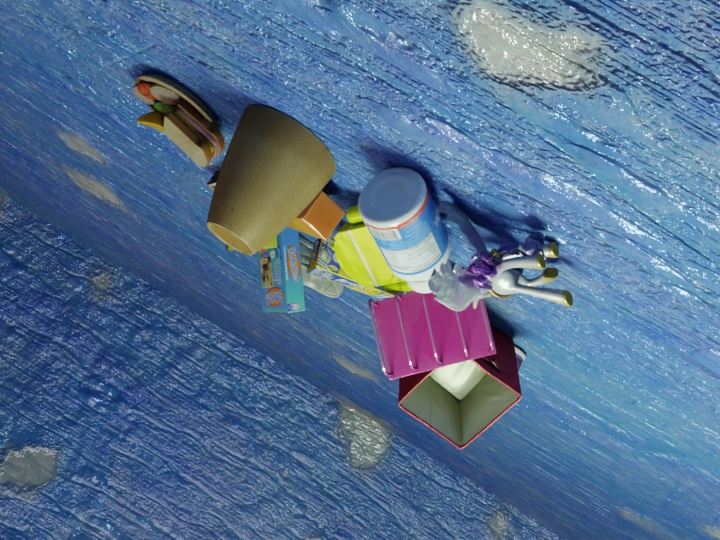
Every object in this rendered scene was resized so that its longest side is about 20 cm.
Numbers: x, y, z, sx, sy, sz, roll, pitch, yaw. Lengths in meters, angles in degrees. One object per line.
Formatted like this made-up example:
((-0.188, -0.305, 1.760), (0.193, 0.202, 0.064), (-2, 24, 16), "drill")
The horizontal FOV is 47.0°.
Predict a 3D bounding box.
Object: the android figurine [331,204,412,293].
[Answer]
((0.032, -0.035, 1.465), (0.197, 0.041, 0.184), (-11, 118, 40), "android figurine")

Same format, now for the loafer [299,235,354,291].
((-0.089, -0.004, 1.833), (0.197, 0.071, 0.070), (30, 165, 5), "loafer")

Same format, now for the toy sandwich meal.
((-0.338, -0.272, 1.515), (0.202, 0.071, 0.206), (29, 163, 9), "toy sandwich meal")

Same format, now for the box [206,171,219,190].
((-0.233, -0.164, 1.698), (0.110, 0.035, 0.199), (40, 162, -25), "box")

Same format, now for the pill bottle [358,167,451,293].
((0.079, -0.056, 1.300), (0.111, 0.113, 0.201), (19, 155, 35), "pill bottle")

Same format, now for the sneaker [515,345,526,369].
((0.250, 0.187, 1.750), (0.076, 0.089, 0.198), (41, 161, -33), "sneaker")

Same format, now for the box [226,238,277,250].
((-0.237, -0.082, 1.775), (0.049, 0.077, 0.199), (-3, -179, -27), "box")

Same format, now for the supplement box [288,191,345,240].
((-0.105, -0.111, 1.521), (0.066, 0.069, 0.199), (40, 170, -27), "supplement box")

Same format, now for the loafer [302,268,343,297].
((-0.131, 0.001, 1.934), (0.198, 0.073, 0.063), (34, 170, -18), "loafer")

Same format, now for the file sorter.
((0.122, 0.095, 1.417), (0.196, 0.142, 0.125), (-14, 171, 7), "file sorter")

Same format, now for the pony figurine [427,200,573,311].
((0.196, -0.002, 1.241), (0.197, 0.169, 0.193), (-8, 143, 37), "pony figurine")

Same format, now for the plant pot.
((-0.168, -0.135, 1.381), (0.184, 0.202, 0.187), (29, 164, 9), "plant pot")

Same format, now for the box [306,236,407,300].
((0.000, 0.000, 1.612), (0.197, 0.072, 0.064), (21, 164, -19), "box")

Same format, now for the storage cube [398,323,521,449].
((0.187, 0.194, 1.604), (0.170, 0.181, 0.200), (35, 119, -17), "storage cube")

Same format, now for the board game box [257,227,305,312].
((-0.174, -0.014, 1.768), (0.044, 0.205, 0.151), (-5, -178, -28), "board game box")
